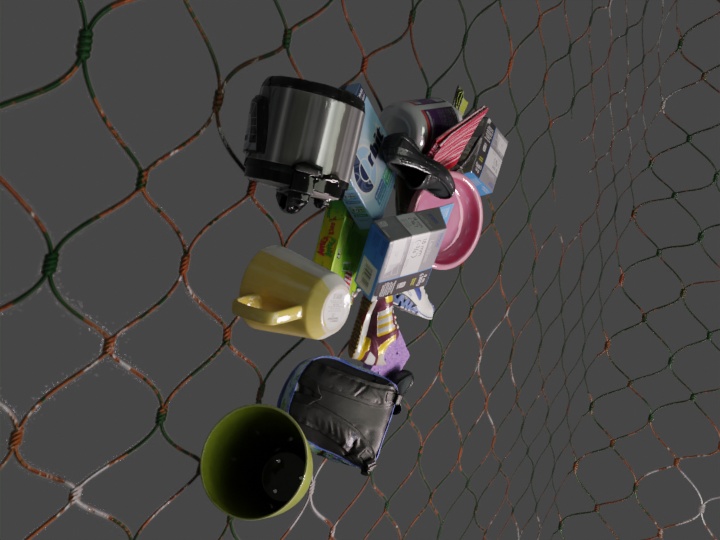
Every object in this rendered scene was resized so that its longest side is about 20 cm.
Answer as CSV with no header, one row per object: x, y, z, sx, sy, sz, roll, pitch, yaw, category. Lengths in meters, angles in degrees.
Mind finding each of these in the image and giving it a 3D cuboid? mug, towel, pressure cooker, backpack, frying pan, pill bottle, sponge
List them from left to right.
-0.111,0.059,1.404,0.187,0.152,0.150,-51,143,-32,mug
-0.090,-0.187,1.304,0.176,0.178,0.202,7,96,-61,pressure cooker
-0.054,0.259,1.570,0.199,0.147,0.184,27,75,-17,backpack
0.038,0.229,1.835,0.201,0.030,0.112,-55,143,-27,sponge
0.119,-0.116,1.772,0.192,0.034,0.202,13,74,-57,towel
0.125,-0.286,1.667,0.200,0.112,0.113,-21,121,-53,pill bottle
0.174,-0.237,1.658,0.144,0.023,0.200,-37,170,-24,towel
0.201,-0.291,1.830,0.144,0.023,0.202,15,90,-79,towel
0.199,-0.201,1.780,0.115,0.031,0.191,-27,139,-61,frying pan

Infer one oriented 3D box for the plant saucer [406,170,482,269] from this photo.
0.165,-0.104,1.710,0.199,0.051,0.202,-8,103,-36,plant saucer

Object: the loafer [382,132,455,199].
0.108,-0.181,1.562,0.200,0.068,0.071,33,58,-42,loafer

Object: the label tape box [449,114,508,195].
0.272,-0.243,1.968,0.144,0.063,0.201,28,79,-58,label tape box

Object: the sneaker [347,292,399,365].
0.044,0.096,1.713,0.090,0.075,0.201,19,96,-19,sneaker

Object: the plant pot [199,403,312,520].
-0.157,0.346,1.459,0.188,0.186,0.200,-66,162,-14,plant pot

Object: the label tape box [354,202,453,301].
0.099,-0.036,1.556,0.199,0.063,0.145,-15,138,-34,label tape box

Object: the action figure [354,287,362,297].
0.000,0.000,1.655,0.201,0.054,0.118,-55,147,-22,action figure

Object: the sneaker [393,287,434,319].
0.114,0.034,1.822,0.199,0.080,0.116,26,84,-57,sneaker

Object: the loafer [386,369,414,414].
0.063,0.286,1.804,0.200,0.070,0.069,-38,134,-43,loafer

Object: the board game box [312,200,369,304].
-0.035,-0.046,1.563,0.101,0.047,0.202,27,76,-58,board game box

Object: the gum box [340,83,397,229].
0.000,-0.204,1.507,0.200,0.044,0.171,57,41,-41,gum box
